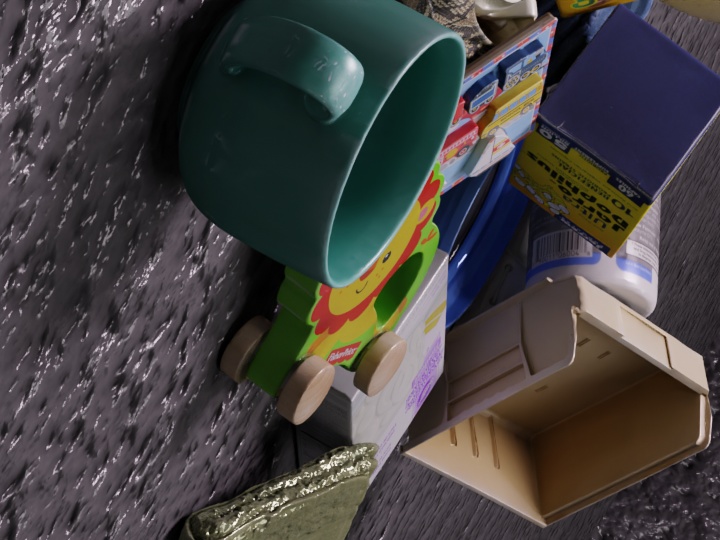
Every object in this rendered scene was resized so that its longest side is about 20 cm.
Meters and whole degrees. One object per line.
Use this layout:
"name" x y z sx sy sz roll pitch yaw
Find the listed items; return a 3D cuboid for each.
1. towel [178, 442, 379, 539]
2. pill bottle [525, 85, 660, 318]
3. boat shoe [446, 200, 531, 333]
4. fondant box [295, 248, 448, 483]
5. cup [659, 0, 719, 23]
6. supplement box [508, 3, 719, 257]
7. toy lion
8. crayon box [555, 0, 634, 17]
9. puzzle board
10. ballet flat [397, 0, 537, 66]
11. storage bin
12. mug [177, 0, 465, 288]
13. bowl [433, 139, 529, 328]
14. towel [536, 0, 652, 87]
"towel" -0.072 0.206 1.600 0.199 0.036 0.149 -23 144 -45
"pill bottle" 0.203 -0.061 1.881 0.114 0.113 0.201 81 14 -66
"boat shoe" 0.132 0.013 1.930 0.203 0.086 0.075 -63 166 -3
"fondant box" 0.009 0.076 1.683 0.145 0.058 0.200 -56 165 -24
"cup" 0.251 -0.291 1.670 0.143 0.200 0.201 -4 124 -43
"supplement box" 0.194 -0.102 1.665 0.110 0.109 0.200 -52 174 -10
"toy lion" 0.000 0.000 1.449 0.192 0.069 0.200 -60 162 17
"crayon box" 0.197 -0.233 1.537 0.127 0.199 0.051 39 39 -76
"puzzle board" 0.051 -0.080 1.486 0.199 0.017 0.151 -34 158 -17
"ballet flat" 0.079 -0.171 1.446 0.075 0.068 0.200 -22 169 13
"storage bin" 0.168 0.112 1.864 0.198 0.200 0.094 -30 -132 31
"mug" -0.027 -0.093 1.161 0.152 0.114 0.186 -49 159 -40
"bowl" 0.092 -0.048 1.784 0.201 0.039 0.201 -55 164 -25
"towel" 0.177 -0.193 1.742 0.112 0.049 0.200 -45 171 21
